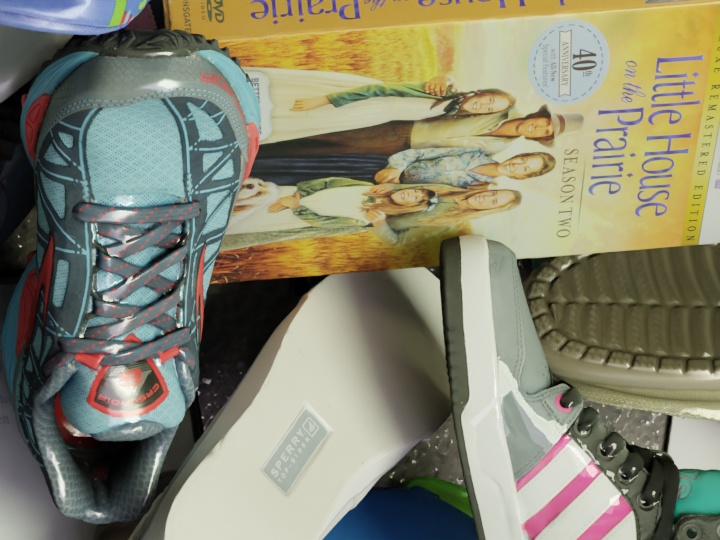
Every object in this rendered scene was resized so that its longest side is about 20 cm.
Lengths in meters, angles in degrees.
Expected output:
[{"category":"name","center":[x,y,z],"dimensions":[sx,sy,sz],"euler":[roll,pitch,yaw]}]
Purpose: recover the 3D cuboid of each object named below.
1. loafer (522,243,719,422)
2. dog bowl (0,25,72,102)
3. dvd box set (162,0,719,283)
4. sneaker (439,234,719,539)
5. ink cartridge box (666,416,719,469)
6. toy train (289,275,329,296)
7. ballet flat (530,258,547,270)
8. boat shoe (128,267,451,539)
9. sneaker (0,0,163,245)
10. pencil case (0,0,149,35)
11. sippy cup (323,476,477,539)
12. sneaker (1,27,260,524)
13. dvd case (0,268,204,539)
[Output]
[{"category":"loafer","center":[0.156,0.029,1.115],"dimensions":[0.198,0.076,0.068],"euler":[0,143,-3]},{"category":"dog bowl","center":[-0.171,-0.141,0.927],"dimensions":[0.199,0.079,0.201],"euler":[-15,121,-25]},{"category":"dvd box set","center":[0.034,-0.051,1.014],"dimensions":[0.198,0.030,0.147],"euler":[-4,147,-3]},{"category":"sneaker","center":[0.099,0.076,1.044],"dimensions":[0.120,0.084,0.201],"euler":[-12,100,2]},{"category":"ink cartridge box","center":[0.188,0.151,1.307],"dimensions":[0.115,0.067,0.201],"euler":[-9,118,-28]},{"category":"toy train","center":[0.000,0.000,1.137],"dimensions":[0.046,0.034,0.201],"euler":[6,110,-47]},{"category":"ballet flat","center":[0.091,-0.036,1.147],"dimensions":[0.200,0.067,0.071],"euler":[50,53,-55]},{"category":"boat shoe","center":[-0.027,0.070,1.064],"dimensions":[0.072,0.068,0.200],"euler":[43,45,-11]},{"category":"sneaker","center":[-0.079,-0.070,1.027],"dimensions":[0.082,0.070,0.200],"euler":[36,94,-36]},{"category":"pencil case","center":[-0.075,-0.166,0.873],"dimensions":[0.086,0.078,0.201],"euler":[16,107,-13]},{"category":"sippy cup","center":[0.005,0.159,1.138],"dimensions":[0.139,0.178,0.131],"euler":[-9,134,-16]},{"category":"sneaker","center":[-0.072,0.008,0.964],"dimensions":[0.079,0.096,0.201],"euler":[-2,140,-12]},{"category":"dvd case","center":[-0.115,0.098,1.051],"dimensions":[0.142,0.018,0.201],"euler":[-4,79,-30]}]
